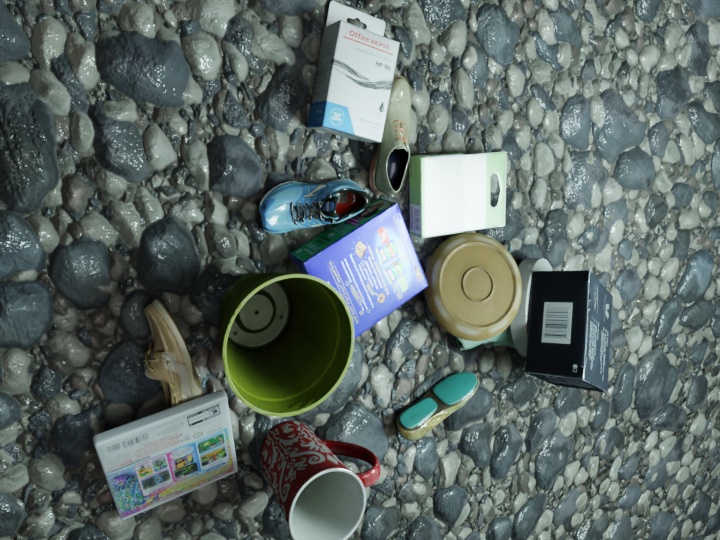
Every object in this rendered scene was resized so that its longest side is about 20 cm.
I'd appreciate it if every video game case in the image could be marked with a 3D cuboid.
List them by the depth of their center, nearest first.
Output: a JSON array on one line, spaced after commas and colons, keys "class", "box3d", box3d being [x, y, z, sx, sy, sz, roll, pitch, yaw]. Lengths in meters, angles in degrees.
[{"class": "video game case", "box3d": [-0.298, 0.291, 0.902, 0.195, 0.024, 0.186, -17, 128, -24]}]

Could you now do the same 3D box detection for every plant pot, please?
[{"class": "plant pot", "box3d": [-0.136, 0.086, 0.880, 0.195, 0.192, 0.207, -6, 104, -25]}, {"class": "plant pot", "box3d": [0.216, 0.028, 1.067, 0.194, 0.027, 0.207, 2, 82, -11]}]

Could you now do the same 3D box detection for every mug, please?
[{"class": "mug", "box3d": [-0.074, 0.351, 0.965, 0.174, 0.199, 0.137, 15, 94, -29]}]

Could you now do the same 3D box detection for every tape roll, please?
[{"class": "tape roll", "box3d": [0.361, 0.076, 1.181, 0.200, 0.036, 0.210, 0, 90, -54]}]

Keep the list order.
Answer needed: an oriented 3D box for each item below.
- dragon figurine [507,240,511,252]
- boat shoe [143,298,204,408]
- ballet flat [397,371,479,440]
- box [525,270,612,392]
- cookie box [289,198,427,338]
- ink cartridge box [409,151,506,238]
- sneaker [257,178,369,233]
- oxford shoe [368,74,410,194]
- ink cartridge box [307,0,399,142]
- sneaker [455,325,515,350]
[{"class": "dragon figurine", "box3d": [0.231, -0.017, 1.128, 0.199, 0.059, 0.100, -42, 117, -13]}, {"class": "boat shoe", "box3d": [-0.296, 0.146, 0.876, 0.068, 0.073, 0.205, -25, 112, -27]}, {"class": "ballet flat", "box3d": [0.157, 0.276, 1.156, 0.197, 0.070, 0.072, -29, 113, -20]}, {"class": "box", "box3d": [0.417, 0.123, 1.132, 0.198, 0.115, 0.203, 26, 69, -50]}, {"class": "cookie box", "box3d": [0.000, 0.000, 1.000, 0.197, 0.075, 0.175, -32, 114, -19]}, {"class": "ink cartridge box", "box3d": [0.186, -0.147, 1.083, 0.195, 0.048, 0.150, -9, 105, -26]}, {"class": "sneaker", "box3d": [-0.072, -0.109, 0.930, 0.195, 0.089, 0.081, -18, 109, -22]}, {"class": "oxford shoe", "box3d": [0.065, -0.231, 0.986, 0.069, 0.073, 0.207, 0, 101, -27]}, {"class": "ink cartridge box", "box3d": [-0.008, -0.324, 0.931, 0.113, 0.067, 0.206, 7, 97, -29]}, {"class": "sneaker", "box3d": [0.259, 0.128, 1.183, 0.117, 0.075, 0.199, -31, 142, 20]}]
